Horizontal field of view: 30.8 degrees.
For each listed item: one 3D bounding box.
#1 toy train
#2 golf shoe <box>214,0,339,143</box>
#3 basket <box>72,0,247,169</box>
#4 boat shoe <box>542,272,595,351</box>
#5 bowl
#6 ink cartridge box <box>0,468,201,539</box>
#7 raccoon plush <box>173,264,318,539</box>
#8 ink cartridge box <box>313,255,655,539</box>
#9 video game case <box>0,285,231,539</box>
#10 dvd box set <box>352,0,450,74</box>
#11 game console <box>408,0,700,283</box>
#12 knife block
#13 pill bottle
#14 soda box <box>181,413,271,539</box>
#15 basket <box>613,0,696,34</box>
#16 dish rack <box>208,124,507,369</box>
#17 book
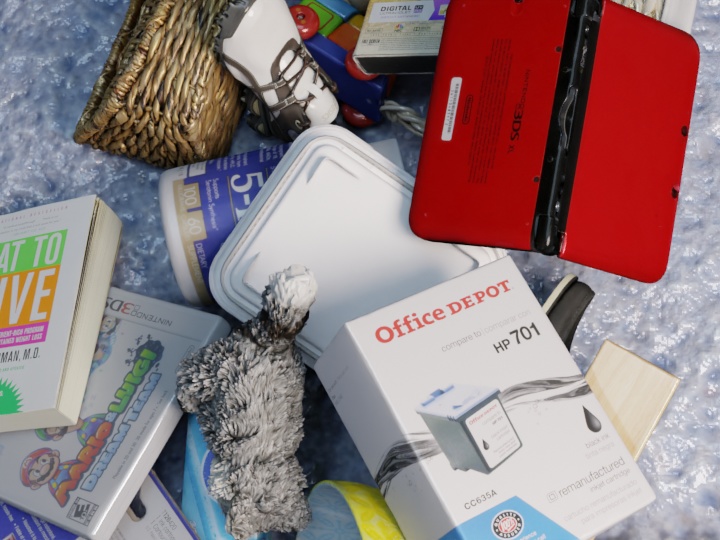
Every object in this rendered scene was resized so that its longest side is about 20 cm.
[{"bbox_3d":[0.029,-0.187,1.161,0.200,0.085,0.116,34,64,15],"label":"toy train"},{"bbox_3d":[-0.057,-0.166,1.090,0.094,0.200,0.078,32,77,20],"label":"golf shoe"},{"bbox_3d":[-0.172,-0.201,1.146,0.149,0.143,0.200,18,74,10],"label":"basket"},{"bbox_3d":[0.141,0.097,1.048,0.063,0.074,0.201,25,76,17],"label":"boat shoe"},{"bbox_3d":[0.027,0.252,0.965,0.108,0.200,0.200,0,70,-19],"label":"bowl"},{"bbox_3d":[-0.233,0.232,1.030,0.200,0.047,0.198,-38,52,-8],"label":"ink cartridge box"},{"bbox_3d":[-0.071,0.107,0.944,0.097,0.200,0.134,-10,58,-19],"label":"raccoon plush"},{"bbox_3d":[0.082,0.110,0.903,0.146,0.086,0.200,-22,74,-26],"label":"ink cartridge box"},{"bbox_3d":[-0.221,0.106,1.061,0.182,0.024,0.200,13,64,36],"label":"video game case"},{"bbox_3d":[0.085,-0.255,1.094,0.146,0.029,0.200,3,65,26],"label":"dvd box set"},{"bbox_3d":[0.149,-0.103,0.999,0.172,0.119,0.200,6,81,30],"label":"game console"},{"bbox_3d":[0.153,0.173,0.975,0.064,0.200,0.176,29,47,14],"label":"knife block"},{"bbox_3d":[-0.058,-0.046,1.095,0.200,0.120,0.120,-13,71,2],"label":"pill bottle"},{"bbox_3d":[-0.105,0.168,1.053,0.064,0.068,0.200,-1,71,6],"label":"soda box"},{"bbox_3d":[0.205,-0.196,1.103,0.123,0.136,0.200,14,73,2],"label":"basket"},{"bbox_3d":[0.000,0.000,1.016,0.200,0.044,0.172,35,89,-3],"label":"dish rack"},{"bbox_3d":[-0.283,0.040,1.098,0.134,0.048,0.200,-8,56,20],"label":"book"}]
